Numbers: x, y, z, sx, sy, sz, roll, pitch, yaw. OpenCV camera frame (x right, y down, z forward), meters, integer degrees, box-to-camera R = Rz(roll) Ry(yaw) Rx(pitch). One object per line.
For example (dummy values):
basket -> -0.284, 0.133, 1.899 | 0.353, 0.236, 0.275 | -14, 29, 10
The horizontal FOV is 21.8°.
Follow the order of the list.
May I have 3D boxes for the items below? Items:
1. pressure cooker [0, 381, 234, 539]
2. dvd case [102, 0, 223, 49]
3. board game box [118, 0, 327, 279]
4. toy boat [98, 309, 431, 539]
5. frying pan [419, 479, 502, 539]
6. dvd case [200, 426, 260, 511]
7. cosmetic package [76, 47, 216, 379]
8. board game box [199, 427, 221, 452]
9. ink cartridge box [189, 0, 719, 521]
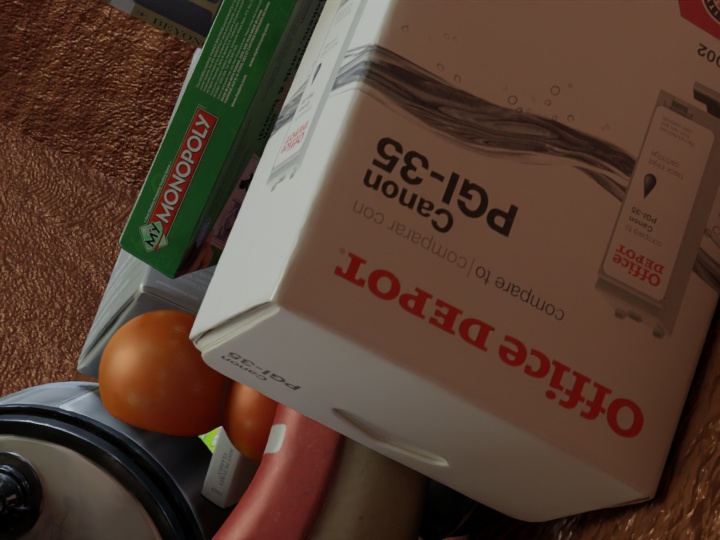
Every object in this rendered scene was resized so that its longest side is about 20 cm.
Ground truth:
pressure cooker -> -0.148, 0.141, 0.844 | 0.176, 0.179, 0.200 | -43, -1, 3
dvd case -> -0.012, -0.151, 0.906 | 0.150, 0.199, 0.016 | -69, 10, -24
board game box -> -0.017, -0.097, 0.730 | 0.201, 0.029, 0.134 | -64, -14, 14
toy boat -> -0.035, 0.052, 0.696 | 0.131, 0.130, 0.201 | 88, -164, -68
frying pan -> 0.047, 0.042, 0.761 | 0.190, 0.031, 0.116 | -109, 42, -73
dvd case -> 0.000, 0.000, 0.827 | 0.142, 0.017, 0.201 | -26, -39, -55
cosmetic package -> -0.059, -0.039, 0.917 | 0.107, 0.090, 0.201 | -45, 27, 55
board game box -> -0.083, 0.106, 1.240 | 0.102, 0.047, 0.200 | -66, 11, -11
ink cartridge box -> 0.052, -0.037, 0.622 | 0.083, 0.146, 0.201 | -26, 40, 64
